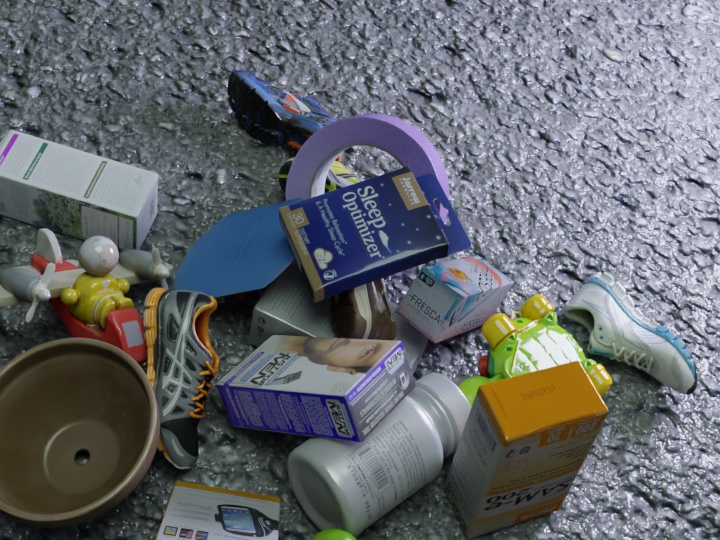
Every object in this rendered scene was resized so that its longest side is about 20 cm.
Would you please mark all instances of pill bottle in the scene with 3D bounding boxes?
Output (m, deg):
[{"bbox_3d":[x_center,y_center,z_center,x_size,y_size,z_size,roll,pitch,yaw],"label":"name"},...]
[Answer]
[{"bbox_3d":[0.027,0.199,1.289,0.199,0.115,0.114,-30,63,-30],"label":"pill bottle"}]

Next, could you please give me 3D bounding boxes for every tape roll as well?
[{"bbox_3d":[0.009,-0.092,1.457,0.198,0.202,0.066,25,16,8],"label":"tape roll"}]

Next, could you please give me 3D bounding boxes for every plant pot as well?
[{"bbox_3d":[-0.303,0.181,1.233,0.198,0.093,0.203,-2,59,4],"label":"plant pot"}]

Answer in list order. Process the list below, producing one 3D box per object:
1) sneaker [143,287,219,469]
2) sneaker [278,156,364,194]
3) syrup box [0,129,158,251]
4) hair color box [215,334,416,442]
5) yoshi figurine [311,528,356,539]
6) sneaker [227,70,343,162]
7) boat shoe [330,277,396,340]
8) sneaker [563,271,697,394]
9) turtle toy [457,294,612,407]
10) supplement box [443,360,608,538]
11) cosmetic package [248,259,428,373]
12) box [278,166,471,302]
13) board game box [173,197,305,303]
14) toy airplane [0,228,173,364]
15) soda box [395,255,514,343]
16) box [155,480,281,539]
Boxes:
[{"bbox_3d":[-0.193,0.117,1.287,0.076,0.078,0.203,-6,85,8],"label":"sneaker"},{"bbox_3d":[-0.008,-0.100,1.542,0.199,0.076,0.077,32,36,4],"label":"sneaker"},{"bbox_3d":[-0.359,-0.097,1.459,0.197,0.079,0.082,17,51,2],"label":"syrup box"},{"bbox_3d":[-0.051,0.126,1.285,0.198,0.066,0.109,1,29,40],"label":"hair color box"},{"bbox_3d":[0.018,0.323,1.190,0.198,0.112,0.114,24,85,-5],"label":"yoshi figurine"},{"bbox_3d":[-0.100,-0.214,1.619,0.199,0.076,0.079,36,45,6],"label":"sneaker"},{"bbox_3d":[-0.003,0.004,1.380,0.074,0.075,0.204,8,53,-27],"label":"boat shoe"},{"bbox_3d":[0.335,0.094,1.473,0.086,0.075,0.200,-31,57,-22],"label":"sneaker"},{"bbox_3d":[0.191,0.127,1.381,0.199,0.101,0.146,-21,65,-39],"label":"turtle toy"},{"bbox_3d":[0.175,0.197,1.267,0.124,0.201,0.074,-12,52,-19],"label":"supplement box"},{"bbox_3d":[-0.024,0.074,1.402,0.198,0.072,0.102,25,50,8],"label":"cosmetic package"},{"bbox_3d":[0.018,-0.049,1.340,0.198,0.033,0.122,-18,59,-13],"label":"box"},{"bbox_3d":[-0.134,-0.013,1.426,0.198,0.039,0.159,-10,40,32],"label":"board game box"},{"bbox_3d":[-0.318,0.012,1.341,0.197,0.142,0.201,21,32,-10],"label":"toy airplane"},{"bbox_3d":[0.117,0.031,1.405,0.063,0.069,0.200,36,18,17],"label":"soda box"},{"bbox_3d":[-0.142,0.268,1.170,0.117,0.042,0.200,11,9,-4],"label":"box"}]
